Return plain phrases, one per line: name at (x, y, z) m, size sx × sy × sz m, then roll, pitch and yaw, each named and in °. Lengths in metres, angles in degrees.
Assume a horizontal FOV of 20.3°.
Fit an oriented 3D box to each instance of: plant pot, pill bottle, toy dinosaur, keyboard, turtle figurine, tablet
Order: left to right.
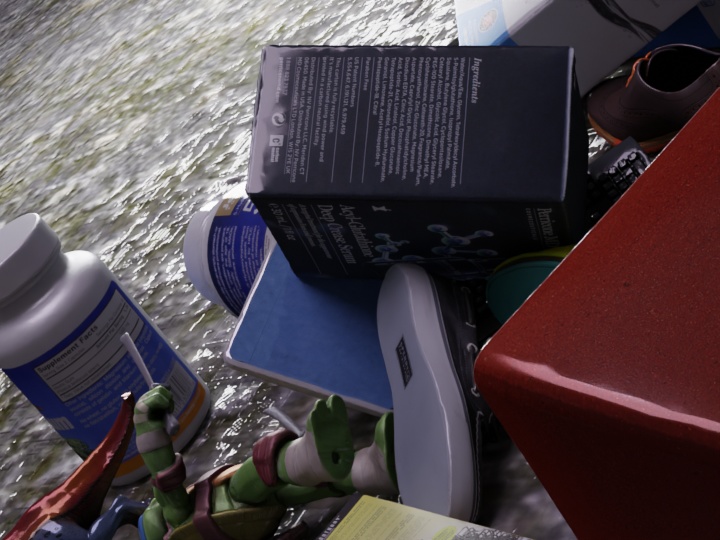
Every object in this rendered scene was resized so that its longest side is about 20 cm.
toy dinosaur at (-0.229, 0.193, 1.372) m, size 0.180 × 0.201 × 0.105 m, roll -9°, pitch 2°, yaw -10°
pill bottle at (-0.214, 0.057, 1.524) m, size 0.112 × 0.200 × 0.112 m, roll -33°, pitch 22°, yaw 15°
turtle figurine at (-0.067, 0.102, 1.286) m, size 0.193 × 0.144 × 0.201 m, roll -16°, pitch 35°, yaw 37°
pill bottle at (-0.050, -0.015, 1.513) m, size 0.120 × 0.120 × 0.200 m, roll -49°, pitch 24°, yaw -23°
tablet at (0.000, 0.000, 1.369) m, size 0.129 × 0.014 × 0.201 m, roll 17°, pitch 61°, yaw 10°
keyboard at (0.110, -0.027, 1.376) m, size 0.200 × 0.021 × 0.127 m, roll -36°, pitch 38°, yaw 8°
plant pot at (0.207, 0.063, 0.886) m, size 0.200 × 0.200 × 0.176 m, roll -46°, pitch 36°, yaw -17°

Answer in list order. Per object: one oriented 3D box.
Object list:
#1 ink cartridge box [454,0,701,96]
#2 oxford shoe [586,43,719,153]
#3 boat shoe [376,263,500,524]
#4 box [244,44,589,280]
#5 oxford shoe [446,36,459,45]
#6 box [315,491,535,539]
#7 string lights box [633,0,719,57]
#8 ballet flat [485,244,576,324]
ink cartridge box at (0.168, -0.219, 1.463) m, size 0.200 × 0.084 × 0.145 m, roll -38°, pitch 29°, yaw 25°
oxford shoe at (0.211, -0.126, 1.376) m, size 0.071 × 0.073 × 0.200 m, roll -46°, pitch 23°, yaw -16°
boat shoe at (0.057, 0.079, 1.226) m, size 0.201 × 0.066 × 0.070 m, roll -103°, pitch 31°, yaw -45°
box at (0.042, -0.066, 1.290) m, size 0.199 × 0.149 × 0.108 m, roll 1°, pitch 70°, yaw 11°
oxford shoe at (0.120, -0.158, 1.605) m, size 0.075 × 0.058 × 0.200 m, roll -42°, pitch 24°, yaw -14°
box at (0.037, 0.175, 1.101) m, size 0.075 × 0.050 × 0.200 m, roll -48°, pitch 23°, yaw -21°
string lights box at (0.240, -0.218, 1.526) m, size 0.103 × 0.059 × 0.200 m, roll -48°, pitch 23°, yaw -22°
ballet flat at (0.163, 0.012, 1.218) m, size 0.067 × 0.067 × 0.199 m, roll -28°, pitch 15°, yaw -35°
